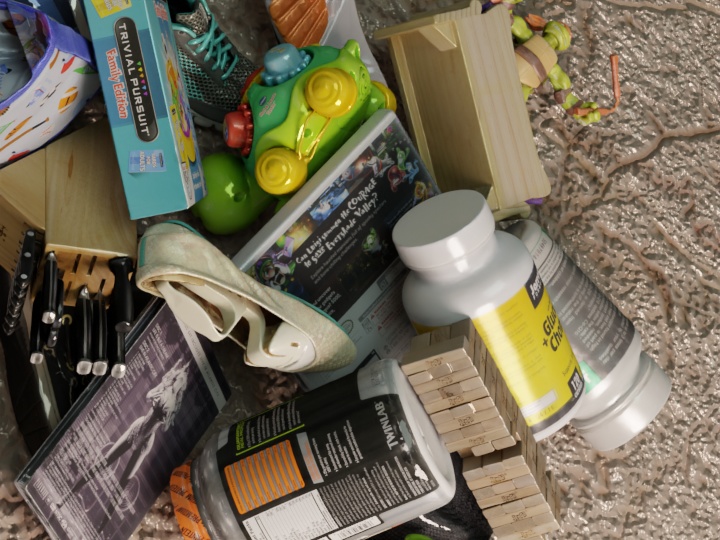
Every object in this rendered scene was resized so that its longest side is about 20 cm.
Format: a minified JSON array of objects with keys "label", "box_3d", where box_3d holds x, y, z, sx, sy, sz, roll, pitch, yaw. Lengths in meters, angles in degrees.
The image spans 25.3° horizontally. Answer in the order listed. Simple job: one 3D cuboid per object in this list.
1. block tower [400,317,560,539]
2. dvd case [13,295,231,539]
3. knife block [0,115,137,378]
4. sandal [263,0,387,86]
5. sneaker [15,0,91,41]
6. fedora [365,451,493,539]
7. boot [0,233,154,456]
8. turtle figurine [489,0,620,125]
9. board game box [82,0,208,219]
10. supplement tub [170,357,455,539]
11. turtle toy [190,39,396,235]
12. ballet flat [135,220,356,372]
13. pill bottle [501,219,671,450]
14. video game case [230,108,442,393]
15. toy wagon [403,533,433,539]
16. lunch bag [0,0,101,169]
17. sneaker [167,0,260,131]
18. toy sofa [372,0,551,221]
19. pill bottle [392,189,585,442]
[{"label":"block tower","box_3d":[0.100,0.129,1.264,0.200,0.054,0.058,61,19,-27]},{"label":"dvd case","box_3d":[-0.176,0.125,1.223,0.200,0.016,0.149,-55,148,-28]},{"label":"knife block","box_3d":[-0.196,-0.014,1.201,0.176,0.064,0.200,40,43,14]},{"label":"sandal","box_3d":[-0.038,-0.205,1.429,0.079,0.059,0.207,-30,113,-16]},{"label":"sneaker","box_3d":[-0.276,-0.231,1.290,0.082,0.074,0.200,-19,85,-30]},{"label":"fedora","box_3d":[0.047,0.181,1.340,0.200,0.092,0.201,8,73,-27]},{"label":"boot","box_3d":[-0.200,0.059,1.251,0.151,0.073,0.200,-9,72,-30]},{"label":"turtle figurine","box_3d":[0.147,-0.198,1.521,0.161,0.064,0.200,-44,108,-23]},{"label":"board game box","box_3d":[-0.164,-0.145,1.215,0.047,0.151,0.200,-11,97,1]},{"label":"supplement tub","box_3d":[-0.038,0.158,1.237,0.200,0.123,0.123,-24,88,10]},{"label":"turtle toy","box_3d":[-0.064,-0.109,1.320,0.101,0.146,0.200,37,100,15]},{"label":"ballet flat","box_3d":[-0.089,0.038,1.195,0.200,0.067,0.062,34,45,-25]},{"label":"pill bottle","box_3d":[0.179,0.060,1.437,0.200,0.113,0.113,45,60,-10]},{"label":"video game case","box_3d":[0.000,0.000,1.307,0.200,0.023,0.182,-47,124,-22]},{"label":"toy wagon","box_3d":[0.035,0.286,1.296,0.200,0.040,0.155,12,106,-25]},{"label":"lunch bag","box_3d":[-0.291,-0.132,1.152,0.200,0.170,0.124,-19,88,5]},{"label":"sneaker","box_3d":[-0.145,-0.189,1.338,0.200,0.091,0.078,32,60,-19]},{"label":"toy sofa","box_3d":[0.092,-0.138,1.438,0.098,0.083,0.200,-21,100,-41]},{"label":"pill bottle","box_3d":[0.101,0.039,1.307,0.112,0.112,0.200,-43,121,-31]}]
